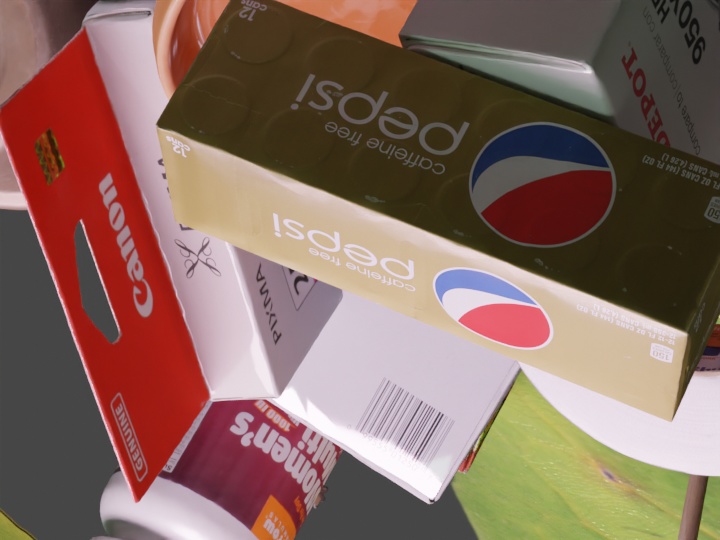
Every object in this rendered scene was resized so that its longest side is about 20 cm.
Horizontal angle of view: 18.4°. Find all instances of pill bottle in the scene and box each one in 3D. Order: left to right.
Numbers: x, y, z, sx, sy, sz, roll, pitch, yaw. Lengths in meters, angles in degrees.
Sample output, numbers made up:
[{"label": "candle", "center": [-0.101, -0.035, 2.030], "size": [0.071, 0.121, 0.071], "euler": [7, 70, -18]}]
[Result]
[{"label": "pill bottle", "center": [-0.081, 0.120, 1.271], "size": [0.109, 0.201, 0.110], "euler": [23, 153, 13]}]

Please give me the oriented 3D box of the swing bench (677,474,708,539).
[{"label": "swing bench", "center": [0.283, 0.155, 1.144], "size": [0.198, 0.131, 0.199], "euler": [22, 163, -35]}]

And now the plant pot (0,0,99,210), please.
[{"label": "plant pot", "center": [-0.177, -0.113, 1.045], "size": [0.199, 0.201, 0.175], "euler": [31, -165, -1]}]

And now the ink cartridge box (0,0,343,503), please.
[{"label": "ink cartridge box", "center": [-0.078, -0.026, 0.998], "size": [0.043, 0.174, 0.201], "euler": [-4, 119, 23]}]

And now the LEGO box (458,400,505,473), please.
[{"label": "LEGO box", "center": [0.001, 0.020, 1.329], "size": [0.199, 0.077, 0.149], "euler": [27, 154, 7]}]

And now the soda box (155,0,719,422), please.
[{"label": "soda box", "center": [0.031, -0.024, 0.775], "size": [0.199, 0.068, 0.064], "euler": [21, 152, 15]}]

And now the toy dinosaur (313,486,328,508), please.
[{"label": "toy dinosaur", "center": [-0.103, 0.164, 1.692], "size": [0.135, 0.086, 0.201], "euler": [17, 146, 40]}]

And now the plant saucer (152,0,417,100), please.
[{"label": "plant saucer", "center": [0.009, -0.115, 0.934], "size": [0.199, 0.033, 0.201], "euler": [-12, 149, -7]}]

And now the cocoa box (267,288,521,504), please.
[{"label": "cocoa box", "center": [0.000, 0.000, 1.172], "size": [0.199, 0.134, 0.131], "euler": [31, -161, 5]}]

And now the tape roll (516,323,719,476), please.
[{"label": "tape roll", "center": [0.157, -0.013, 0.998], "size": [0.199, 0.066, 0.202], "euler": [8, 111, 21]}]

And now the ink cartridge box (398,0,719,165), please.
[{"label": "ink cartridge box", "center": [0.111, -0.107, 0.851], "size": [0.084, 0.201, 0.145], "euler": [12, 149, 33]}]
